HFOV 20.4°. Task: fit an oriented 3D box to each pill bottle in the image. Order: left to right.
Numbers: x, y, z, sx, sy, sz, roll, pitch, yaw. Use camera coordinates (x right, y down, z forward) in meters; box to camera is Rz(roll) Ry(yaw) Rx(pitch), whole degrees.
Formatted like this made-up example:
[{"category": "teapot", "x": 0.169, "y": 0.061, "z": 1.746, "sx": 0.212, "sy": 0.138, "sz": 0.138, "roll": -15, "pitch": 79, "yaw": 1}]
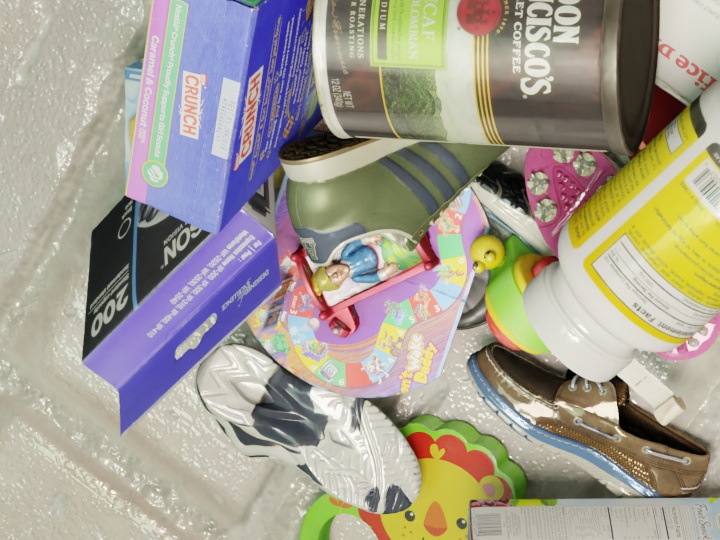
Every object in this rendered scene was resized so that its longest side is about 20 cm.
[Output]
[{"category": "pill bottle", "x": 0.202, "y": -0.020, "z": 1.295, "sx": 0.112, "sy": 0.112, "sz": 0.200, "roll": 46, "pitch": 118, "yaw": 1}]

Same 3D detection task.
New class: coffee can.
[{"category": "coffee can", "x": 0.085, "y": -0.153, "z": 1.307, "sx": 0.199, "sy": 0.146, "sz": 0.147, "roll": 4, "pitch": 111, "yaw": 18}]

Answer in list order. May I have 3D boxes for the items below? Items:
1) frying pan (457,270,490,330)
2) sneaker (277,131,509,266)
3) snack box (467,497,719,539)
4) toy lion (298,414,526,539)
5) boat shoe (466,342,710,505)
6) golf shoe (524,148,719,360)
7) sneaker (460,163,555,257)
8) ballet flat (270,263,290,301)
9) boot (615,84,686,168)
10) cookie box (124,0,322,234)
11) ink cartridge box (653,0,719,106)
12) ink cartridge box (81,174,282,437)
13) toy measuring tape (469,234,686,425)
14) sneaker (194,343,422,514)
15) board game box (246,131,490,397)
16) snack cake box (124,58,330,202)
[{"category": "frying pan", "x": 0.073, "y": -0.038, "z": 1.530, "sx": 0.114, "sy": 0.031, "sz": 0.191, "roll": 16, "pitch": 117, "yaw": 14}, {"category": "sneaker", "x": 0.033, "y": -0.060, "z": 1.403, "sx": 0.067, "sy": 0.200, "sz": 0.090, "roll": 20, "pitch": 121, "yaw": 54}, {"category": "snack box", "x": 0.180, "y": 0.254, "z": 1.513, "sx": 0.199, "sy": 0.068, "sz": 0.169, "roll": -2, "pitch": 125, "yaw": 0}, {"category": "toy lion", "x": 0.042, "y": 0.213, "z": 1.622, "sx": 0.199, "sy": 0.069, "sz": 0.193, "roll": -1, "pitch": 102, "yaw": 24}, {"category": "boat shoe", "x": 0.176, "y": 0.106, "z": 1.520, "sx": 0.200, "sy": 0.072, "sz": 0.072, "roll": 33, "pitch": 114, "yaw": -2}, {"category": "golf shoe", "x": 0.191, "y": -0.017, "z": 1.422, "sx": 0.075, "sy": 0.091, "sz": 0.200, "roll": -43, "pitch": 68, "yaw": 21}, {"category": "sneaker", "x": 0.122, "y": -0.007, "z": 1.480, "sx": 0.200, "sy": 0.078, "sz": 0.086, "roll": 37, "pitch": 109, "yaw": 5}, {"category": "ballet flat", "x": -0.037, "y": 0.020, "z": 1.542, "sx": 0.075, "sy": 0.068, "sz": 0.200, "roll": -22, "pitch": 130, "yaw": 30}, {"category": "boot", "x": 0.254, "y": -0.064, "z": 1.370, "sx": 0.072, "sy": 0.144, "sz": 0.200, "roll": -42, "pitch": 95, "yaw": -10}, {"category": "cookie box", "x": -0.074, "y": -0.149, "z": 1.338, "sx": 0.075, "sy": 0.200, "sz": 0.172, "roll": 21, "pitch": 123, "yaw": 11}, {"category": "ink cartridge box", "x": 0.263, "y": -0.211, "z": 1.347, "sx": 0.145, "sy": 0.087, "sz": 0.200, "roll": 37, "pitch": 118, "yaw": 8}, {"category": "ink cartridge box", "x": -0.133, "y": -0.010, "z": 1.463, "sx": 0.043, "sy": 0.200, "sz": 0.198, "roll": 27, "pitch": 126, "yaw": -30}, {"category": "toy measuring tape", "x": 0.151, "y": 0.050, "z": 1.428, "sx": 0.200, "sy": 0.074, "sz": 0.074, "roll": 43, "pitch": 120, "yaw": -6}, {"category": "sneaker", "x": -0.046, "y": 0.127, "z": 1.605, "sx": 0.199, "sy": 0.130, "sz": 0.080, "roll": 25, "pitch": 84, "yaw": -6}, {"category": "board game box", "x": 0.000, "y": 0.000, "z": 1.452, "sx": 0.157, "sy": 0.039, "sz": 0.201, "roll": 20, "pitch": 104, "yaw": 8}, {"category": "snack cake box", "x": -0.081, "y": -0.096, "z": 1.550, "sx": 0.199, "sy": 0.067, "sz": 0.116, "roll": 11, "pitch": 112, "yaw": 20}]
